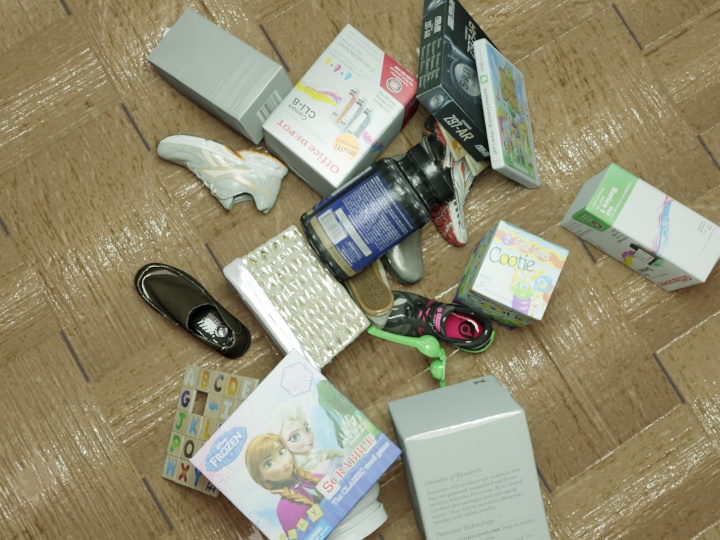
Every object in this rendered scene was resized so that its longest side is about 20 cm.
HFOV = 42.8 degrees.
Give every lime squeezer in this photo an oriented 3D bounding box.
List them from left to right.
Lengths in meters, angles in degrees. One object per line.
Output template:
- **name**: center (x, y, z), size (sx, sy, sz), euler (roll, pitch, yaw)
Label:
- **lime squeezer**: center (0.094, 0.138, 1.316), size (0.071, 0.038, 0.200), euler (-39, 118, -4)

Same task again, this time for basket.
- **basket**: center (-0.089, 0.047, 1.321), size (0.123, 0.136, 0.200), euler (-38, 87, -9)

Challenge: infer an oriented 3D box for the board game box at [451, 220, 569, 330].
- **board game box**: center (0.207, 0.012, 1.303), size (0.104, 0.200, 0.104), euler (24, 82, 2)

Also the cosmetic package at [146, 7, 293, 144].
- **cosmetic package**: center (-0.205, -0.289, 1.358), size (0.200, 0.090, 0.107), euler (37, 83, 24)

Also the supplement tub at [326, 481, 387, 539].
- **supplement tub**: center (-0.062, 0.286, 1.286), size (0.144, 0.145, 0.201), euler (-29, 84, -5)

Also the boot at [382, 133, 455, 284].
- **boot**: center (0.084, -0.089, 1.342), size (0.067, 0.130, 0.202), euler (-5, 79, -46)

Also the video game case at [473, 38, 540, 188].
- **video game case**: center (0.217, -0.223, 1.342), size (0.022, 0.200, 0.184), euler (-11, 82, 25)

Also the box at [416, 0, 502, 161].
- **box**: center (0.148, -0.284, 1.334), size (0.043, 0.160, 0.201), euler (-19, 48, 34)

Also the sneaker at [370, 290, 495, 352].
- **sneaker**: center (0.103, 0.067, 1.347), size (0.198, 0.084, 0.077), euler (9, 73, 0)

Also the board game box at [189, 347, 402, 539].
- **board game box**: center (-0.083, 0.241, 1.197), size (0.199, 0.041, 0.200), euler (42, 82, 3)

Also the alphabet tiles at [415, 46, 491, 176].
- **alphabet tiles**: center (0.145, -0.243, 1.355), size (0.006, 0.166, 0.201), euler (-20, 100, 34)

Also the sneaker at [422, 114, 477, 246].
- **sneaker**: center (0.147, -0.137, 1.383), size (0.081, 0.078, 0.202), euler (-3, 89, -15)

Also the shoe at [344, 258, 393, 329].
- **shoe**: center (0.000, 0.000, 1.347), size (0.069, 0.054, 0.201), euler (-18, 52, -3)

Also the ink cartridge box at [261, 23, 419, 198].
- **ink cartridge box**: center (-0.028, -0.222, 1.352), size (0.145, 0.145, 0.200), euler (39, 84, 3)

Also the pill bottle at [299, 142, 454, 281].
- **pill bottle**: center (0.024, -0.084, 1.269), size (0.199, 0.112, 0.112), euler (-34, 85, 7)

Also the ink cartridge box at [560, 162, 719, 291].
- **ink cartridge box**: center (0.413, -0.059, 1.347), size (0.199, 0.145, 0.084), euler (32, 83, 2)

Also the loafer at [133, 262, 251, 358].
- **loafer**: center (-0.245, 0.053, 1.345), size (0.199, 0.071, 0.073), euler (33, 83, 2)

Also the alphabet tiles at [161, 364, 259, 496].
- **alphabet tiles**: center (-0.203, 0.227, 1.287), size (0.008, 0.199, 0.169), euler (19, 79, -44)

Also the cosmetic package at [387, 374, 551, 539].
- **cosmetic package**: center (0.146, 0.276, 1.261), size (0.165, 0.167, 0.202), euler (-14, 100, -3)

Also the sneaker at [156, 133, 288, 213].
- **sneaker**: center (-0.214, -0.142, 1.373), size (0.198, 0.076, 0.093), euler (14, 87, 1)
